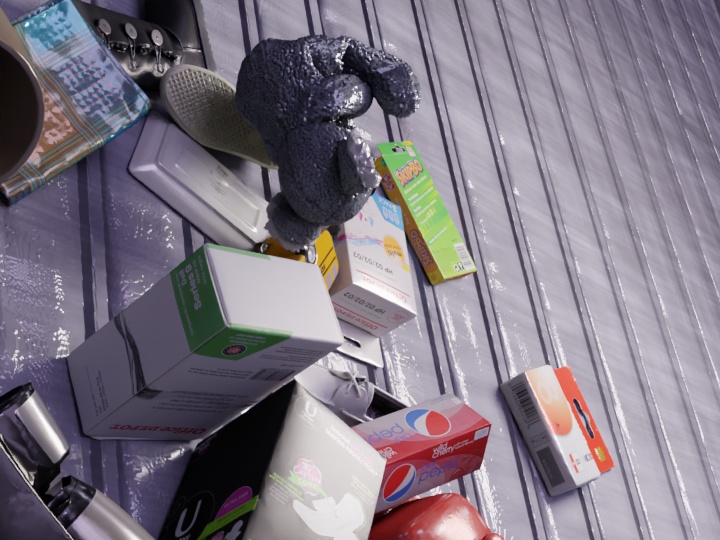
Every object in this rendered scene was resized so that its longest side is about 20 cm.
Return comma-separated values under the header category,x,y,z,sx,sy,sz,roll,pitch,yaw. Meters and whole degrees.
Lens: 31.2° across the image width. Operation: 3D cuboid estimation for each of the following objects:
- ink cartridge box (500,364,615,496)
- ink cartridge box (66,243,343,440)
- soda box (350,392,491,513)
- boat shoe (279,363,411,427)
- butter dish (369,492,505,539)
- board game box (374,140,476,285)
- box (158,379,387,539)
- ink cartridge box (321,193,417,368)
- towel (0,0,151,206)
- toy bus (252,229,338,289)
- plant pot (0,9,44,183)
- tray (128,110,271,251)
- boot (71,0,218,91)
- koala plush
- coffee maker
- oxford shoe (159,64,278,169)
category,x,y,z,sx,sy,sz,roll,pitch,yaw
ink cartridge box,0.283,0.204,1.732,0.200,0.050,0.163,-8,70,-52
ink cartridge box,-0.139,0.069,1.131,0.146,0.200,0.084,11,51,-49
soda box,0.039,0.190,1.324,0.199,0.064,0.070,-14,36,-40
boat shoe,-0.012,0.137,1.366,0.200,0.068,0.072,38,37,-29
butter dish,0.088,0.305,1.288,0.200,0.148,0.200,-21,80,-57
board game box,0.082,-0.079,1.718,0.095,0.030,0.201,-12,76,-57
box,-0.083,0.226,1.119,0.124,0.148,0.200,43,35,-19
ink cartridge box,0.000,0.000,1.500,0.115,0.068,0.201,26,45,-40
towel,-0.305,-0.166,1.223,0.147,0.022,0.200,53,48,-7
toy bus,-0.087,0.024,1.348,0.200,0.065,0.079,-60,142,-55
plant pot,-0.369,-0.190,1.064,0.187,0.187,0.201,24,32,-41
tray,-0.159,-0.085,1.399,0.200,0.022,0.108,40,35,-26
boot,-0.255,-0.266,1.390,0.199,0.066,0.166,-3,64,-50
koala plush,-0.043,-0.128,1.345,0.183,0.177,0.201,23,47,-37
coffee maker,-0.247,0.210,0.925,0.200,0.134,0.192,50,33,-11
oxford shoe,-0.151,-0.169,1.436,0.200,0.075,0.058,27,3,-45
